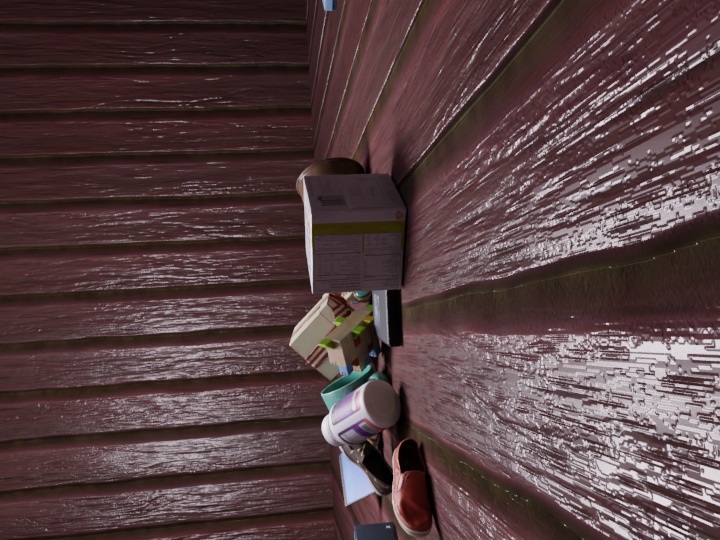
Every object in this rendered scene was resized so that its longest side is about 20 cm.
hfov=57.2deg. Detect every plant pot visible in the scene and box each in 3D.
[{"bbox_3d":[-0.063,-0.172,1.831,0.201,0.199,0.200,101,157,-60],"label":"plant pot"}]

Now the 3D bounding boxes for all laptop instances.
[{"bbox_3d":[-0.001,0.540,1.894,0.178,0.102,0.201,-102,12,-48],"label":"laptop"}]

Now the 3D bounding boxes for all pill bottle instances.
[{"bbox_3d":[-0.005,0.342,1.545,0.200,0.111,0.112,-40,47,42],"label":"pill bottle"}]

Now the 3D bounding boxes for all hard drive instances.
[{"bbox_3d":[0.059,0.097,1.556,0.200,0.033,0.141,-168,75,-82],"label":"hard drive"}]

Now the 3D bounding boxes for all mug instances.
[{"bbox_3d":[-0.006,0.330,1.687,0.115,0.151,0.185,62,164,-2],"label":"mug"}]

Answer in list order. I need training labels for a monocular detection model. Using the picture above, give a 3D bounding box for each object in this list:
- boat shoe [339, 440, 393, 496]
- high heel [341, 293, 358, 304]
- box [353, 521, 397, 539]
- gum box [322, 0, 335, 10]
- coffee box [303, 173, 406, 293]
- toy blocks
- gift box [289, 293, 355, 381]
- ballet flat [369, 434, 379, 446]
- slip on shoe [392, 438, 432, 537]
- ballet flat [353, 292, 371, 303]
[{"bbox_3d":[0.017,0.460,1.626,0.200,0.072,0.060,51,143,15],"label":"boat shoe"},{"bbox_3d":[-0.035,0.023,2.056,0.200,0.071,0.144,81,178,-80],"label":"high heel"},{"bbox_3d":[0.041,0.762,1.657,0.149,0.106,0.201,-105,15,-60],"label":"box"},{"bbox_3d":[-0.118,-1.066,2.393,0.201,0.044,0.171,-100,10,-45],"label":"gum box"},{"bbox_3d":[-0.019,-0.084,1.453,0.200,0.198,0.199,-106,14,-59],"label":"coffee box"},{"bbox_3d":[-0.016,0.195,1.683,0.200,0.099,0.138,-39,-54,-46],"label":"toy blocks"},{"bbox_3d":[-0.070,0.179,1.848,0.187,0.184,0.200,-47,14,9],"label":"gift box"},{"bbox_3d":[0.027,0.397,1.842,0.065,0.070,0.202,-33,55,47],"label":"ballet flat"},{"bbox_3d":[0.098,0.412,1.268,0.201,0.073,0.062,-95,10,-49],"label":"slip on shoe"},{"bbox_3d":[0.000,0.000,1.862,0.071,0.070,0.201,102,163,-62],"label":"ballet flat"}]
